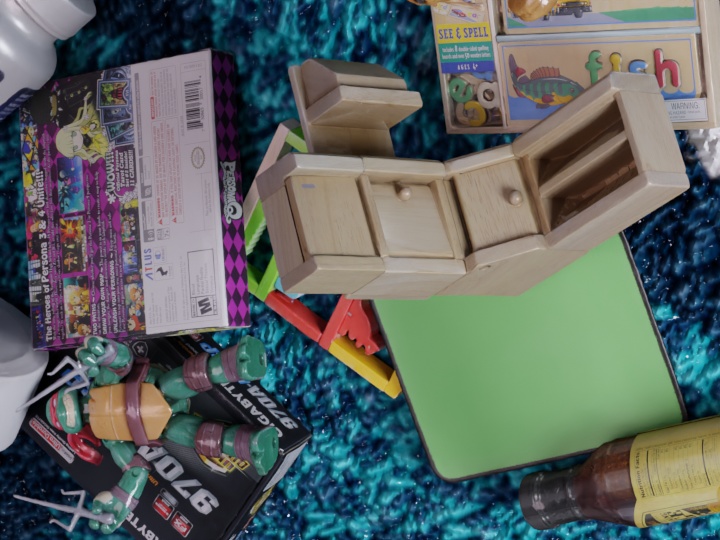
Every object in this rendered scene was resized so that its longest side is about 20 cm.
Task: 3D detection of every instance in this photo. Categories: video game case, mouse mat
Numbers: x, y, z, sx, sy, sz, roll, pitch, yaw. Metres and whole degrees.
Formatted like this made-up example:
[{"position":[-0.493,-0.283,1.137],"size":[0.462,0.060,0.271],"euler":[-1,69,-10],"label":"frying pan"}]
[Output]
[{"position":[-0.166,-0.048,1.753],"size":[0.181,0.036,0.201],"euler":[-8,83,32],"label":"video game case"},{"position":[0.112,0.057,1.656],"size":[0.200,0.008,0.161],"euler":[-15,102,27],"label":"mouse mat"}]

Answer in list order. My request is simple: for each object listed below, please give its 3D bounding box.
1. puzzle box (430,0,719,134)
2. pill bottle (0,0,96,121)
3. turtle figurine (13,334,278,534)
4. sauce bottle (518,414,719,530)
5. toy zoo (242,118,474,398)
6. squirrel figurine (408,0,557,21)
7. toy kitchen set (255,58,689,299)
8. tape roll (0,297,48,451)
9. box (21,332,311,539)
[{"position":[0.139,-0.157,1.575],"size":[0.200,0.025,0.133],"euler":[0,105,31],"label":"puzzle box"},{"position":[-0.293,-0.155,1.761],"size":[0.200,0.111,0.111],"euler":[-38,84,12],"label":"pill bottle"},{"position":[-0.163,0.103,1.741],"size":[0.199,0.101,0.150],"euler":[-7,116,16],"label":"turtle figurine"},{"position":[0.199,0.137,1.613],"size":[0.200,0.066,0.066],"euler":[-16,97,36],"label":"sauce bottle"},{"position":[0.000,0.000,1.712],"size":[0.200,0.020,0.131],"euler":[36,120,16],"label":"toy zoo"},{"position":[0.092,-0.254,1.513],"size":[0.186,0.141,0.201],"euler":[-11,74,40],"label":"squirrel figurine"},{"position":[0.057,-0.091,1.525],"size":[0.180,0.200,0.164],"euler":[-34,64,45],"label":"toy kitchen set"},{"position":[-0.336,0.058,1.805],"size":[0.202,0.202,0.071],"euler":[30,106,19],"label":"tape roll"},{"position":[-0.152,0.117,1.825],"size":[0.200,0.046,0.159],"euler":[43,122,13],"label":"box"}]
